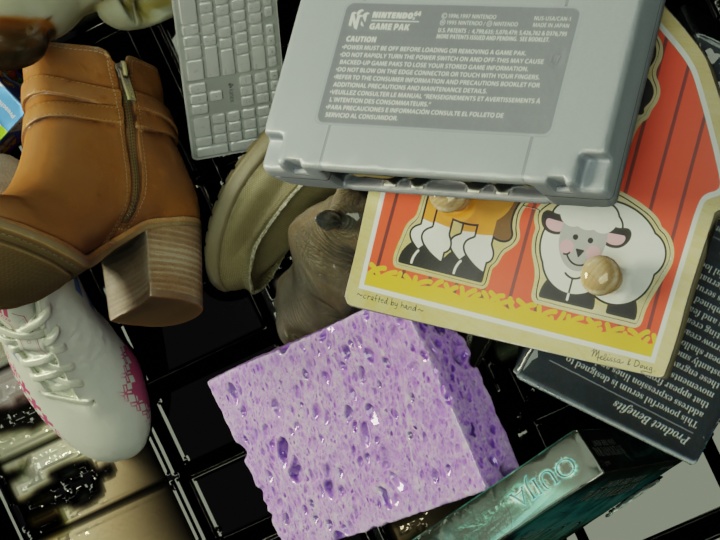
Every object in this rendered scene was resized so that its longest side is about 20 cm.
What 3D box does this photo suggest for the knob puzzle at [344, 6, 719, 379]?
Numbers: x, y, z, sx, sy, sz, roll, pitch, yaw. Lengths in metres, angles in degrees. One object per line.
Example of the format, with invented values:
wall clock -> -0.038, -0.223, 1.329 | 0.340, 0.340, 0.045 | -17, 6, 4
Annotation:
knob puzzle -> 0.092, -0.062, 1.399 | 0.219, 0.030, 0.220 | -4, 80, 23

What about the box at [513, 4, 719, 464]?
box -> 0.171, -0.022, 1.483 | 0.107, 0.148, 0.200 | 27, 102, -2

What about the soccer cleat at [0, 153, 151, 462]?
soccer cleat -> -0.183, 0.031, 1.597 | 0.070, 0.086, 0.200 | -22, 106, 14

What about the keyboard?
keyboard -> -0.072, -0.130, 1.533 | 0.056, 0.200, 0.011 | -15, 52, -9

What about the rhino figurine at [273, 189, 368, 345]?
rhino figurine -> 0.000, 0.000, 1.532 | 0.087, 0.200, 0.060 | 24, 61, 4

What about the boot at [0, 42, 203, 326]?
boot -> -0.170, -0.057, 1.538 | 0.074, 0.200, 0.155 | -25, 65, 32

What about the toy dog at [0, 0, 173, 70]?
toy dog -> -0.139, -0.185, 1.532 | 0.200, 0.194, 0.140 | -26, 98, 6

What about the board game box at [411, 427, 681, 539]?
board game box -> 0.091, 0.129, 1.499 | 0.135, 0.200, 0.028 | -36, 78, 14

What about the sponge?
sponge -> -0.001, 0.082, 1.517 | 0.200, 0.030, 0.112 | -26, 88, 54

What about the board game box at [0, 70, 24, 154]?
board game box -> -0.296, -0.117, 1.646 | 0.200, 0.045, 0.134 | 45, 104, 5

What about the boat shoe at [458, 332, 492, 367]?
boat shoe -> 0.084, -0.028, 1.519 | 0.057, 0.067, 0.200 | 11, 67, 12

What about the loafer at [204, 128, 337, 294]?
loafer -> -0.016, -0.064, 1.569 | 0.067, 0.076, 0.200 | 36, 103, 14

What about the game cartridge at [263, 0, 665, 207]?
game cartridge -> 0.052, -0.102, 1.397 | 0.200, 0.040, 0.134 | 6, 77, 34
